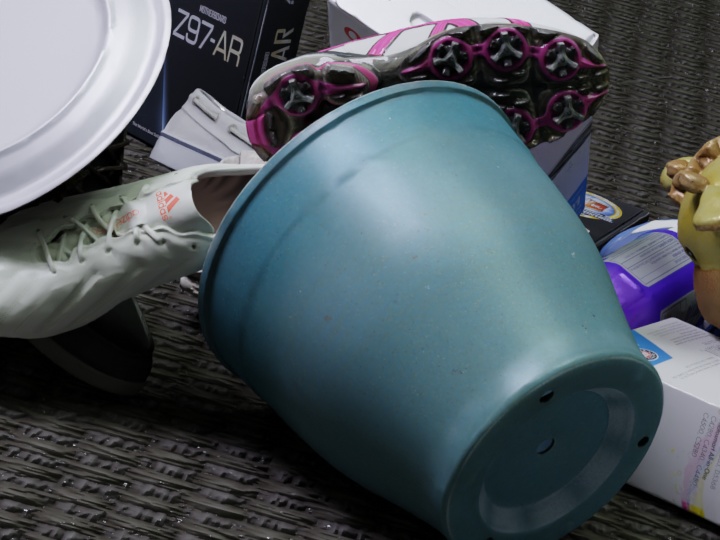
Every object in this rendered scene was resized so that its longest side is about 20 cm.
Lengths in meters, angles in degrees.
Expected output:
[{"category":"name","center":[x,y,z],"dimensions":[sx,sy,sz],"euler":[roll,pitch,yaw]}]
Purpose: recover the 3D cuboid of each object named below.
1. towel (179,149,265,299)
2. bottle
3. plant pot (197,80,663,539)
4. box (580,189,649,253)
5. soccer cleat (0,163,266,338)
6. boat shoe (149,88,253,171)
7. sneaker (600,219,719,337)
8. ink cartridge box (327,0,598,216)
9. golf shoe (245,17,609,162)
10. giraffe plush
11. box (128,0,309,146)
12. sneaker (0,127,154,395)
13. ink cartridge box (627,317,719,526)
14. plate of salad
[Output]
[{"category":"towel","center":[0.000,0.000,1.733],"dimensions":[0.199,0.035,0.133],"euler":[19,39,-2]},{"category":"bottle","center":[0.142,0.033,1.741],"dimensions":[0.065,0.084,0.200],"euler":[41,29,13]},{"category":"plant pot","center":[0.049,0.039,1.514],"dimensions":[0.199,0.201,0.188],"euler":[-2,40,-41]},{"category":"box","center":[0.071,-0.037,1.954],"dimensions":[0.199,0.044,0.160],"euler":[21,20,19]},{"category":"soccer cleat","center":[-0.116,-0.018,1.532],"dimensions":[0.199,0.070,0.078],"euler":[-16,-11,-21]},{"category":"boat shoe","center":[-0.052,-0.067,1.875],"dimensions":[0.072,0.066,0.200],"euler":[29,-3,-41]},{"category":"sneaker","center":[0.241,0.025,1.855],"dimensions":[0.199,0.076,0.088],"euler":[17,19,9]},{"category":"ink cartridge box","center":[0.061,-0.098,1.786],"dimensions":[0.146,0.200,0.086],"euler":[36,67,19]},{"category":"golf shoe","center":[0.035,-0.105,1.624],"dimensions":[0.199,0.073,0.092],"euler":[-6,18,2]},{"category":"giraffe plush","center":[0.255,-0.017,1.686],"dimensions":[0.161,0.201,0.173],"euler":[2,-15,-8]},{"category":"box","center":[-0.127,-0.169,2.008],"dimensions":[0.200,0.161,0.043],"euler":[29,24,36]},{"category":"sneaker","center":[-0.152,-0.033,1.597],"dimensions":[0.075,0.106,0.200],"euler":[13,36,-53]},{"category":"ink cartridge box","center":[0.223,0.098,1.635],"dimensions":[0.199,0.068,0.116],"euler":[24,20,28]},{"category":"plate of salad","center":[-0.187,-0.096,1.571],"dimensions":[0.200,0.200,0.048],"euler":[31,-19,42]}]
